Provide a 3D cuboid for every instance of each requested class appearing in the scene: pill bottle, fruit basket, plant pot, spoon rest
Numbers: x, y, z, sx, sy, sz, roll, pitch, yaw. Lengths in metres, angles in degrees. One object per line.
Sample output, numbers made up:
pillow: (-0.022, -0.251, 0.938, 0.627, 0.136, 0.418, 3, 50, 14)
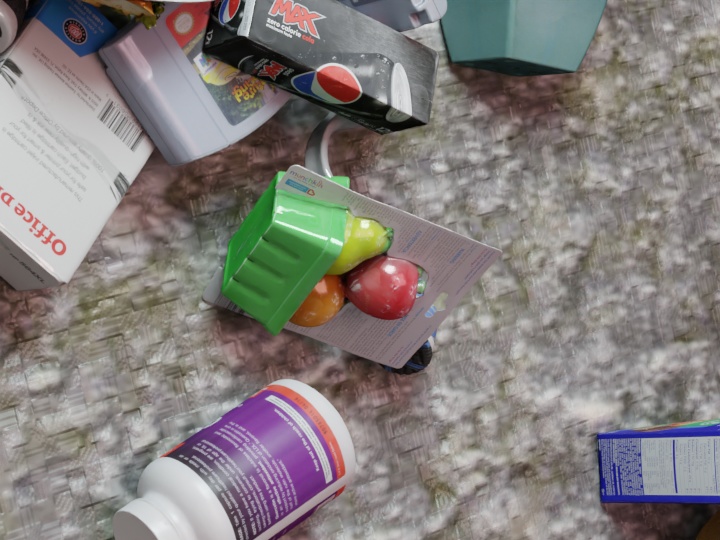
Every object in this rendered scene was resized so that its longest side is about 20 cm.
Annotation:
pill bottle: (-0.106, 0.181, 1.615, 0.199, 0.112, 0.113, -32, 104, -34)
fruit basket: (-0.009, -0.003, 1.653, 0.199, 0.185, 0.094, 16, 47, -22)
plant pot: (0.154, -0.291, 1.845, 0.141, 0.141, 0.202, 7, 89, -36)
spoon rest: (-0.003, -0.134, 1.711, 0.060, 0.099, 0.201, 36, 49, -22)

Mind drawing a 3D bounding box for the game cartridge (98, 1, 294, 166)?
game cartridge: (-0.112, -0.181, 1.596, 0.200, 0.041, 0.134, -47, 117, -34)

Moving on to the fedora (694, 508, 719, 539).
fedora: (0.393, 0.290, 1.972, 0.200, 0.082, 0.202, -23, 134, -26)

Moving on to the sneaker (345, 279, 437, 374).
sneaker: (0.000, 0.000, 1.749, 0.201, 0.075, 0.077, 55, 32, -17)

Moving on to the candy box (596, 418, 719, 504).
candy box: (0.359, 0.184, 1.906, 0.168, 0.199, 0.078, -3, 87, -37)

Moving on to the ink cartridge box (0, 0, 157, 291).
ink cartridge box: (-0.254, -0.105, 1.548, 0.146, 0.084, 0.201, 44, 61, -26)

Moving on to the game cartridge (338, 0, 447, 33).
game cartridge: (-0.011, -0.291, 1.625, 0.041, 0.133, 0.201, -33, 106, -24)

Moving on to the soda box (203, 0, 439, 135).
soda box: (-0.029, -0.179, 1.602, 0.199, 0.063, 0.071, 21, 71, -36)

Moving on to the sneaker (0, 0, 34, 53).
sneaker: (-0.346, -0.251, 1.514, 0.199, 0.073, 0.112, 31, 40, -12)

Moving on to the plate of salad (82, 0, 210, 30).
plate of salad: (-0.197, -0.235, 1.514, 0.199, 0.200, 0.048, -3, 118, -37)
